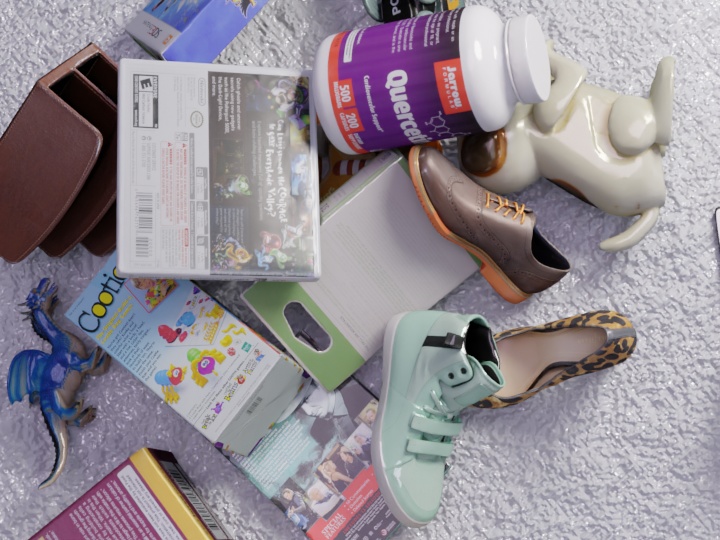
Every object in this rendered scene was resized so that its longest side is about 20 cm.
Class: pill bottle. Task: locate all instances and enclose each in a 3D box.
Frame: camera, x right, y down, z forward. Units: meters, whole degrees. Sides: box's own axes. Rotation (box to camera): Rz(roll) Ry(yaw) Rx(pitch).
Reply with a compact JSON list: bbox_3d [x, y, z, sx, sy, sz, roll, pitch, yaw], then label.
[{"bbox_3d":[0.064,-0.173,1.230,0.199,0.112,0.113,-8,79,22],"label":"pill bottle"}]

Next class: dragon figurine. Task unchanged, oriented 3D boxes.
[{"bbox_3d":[-0.312,0.111,1.358,0.099,0.059,0.201,13,82,10],"label":"dragon figurine"}]

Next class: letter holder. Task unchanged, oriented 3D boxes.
[{"bbox_3d":[-0.272,-0.088,1.308,0.142,0.101,0.200,41,126,-4],"label":"letter holder"}]

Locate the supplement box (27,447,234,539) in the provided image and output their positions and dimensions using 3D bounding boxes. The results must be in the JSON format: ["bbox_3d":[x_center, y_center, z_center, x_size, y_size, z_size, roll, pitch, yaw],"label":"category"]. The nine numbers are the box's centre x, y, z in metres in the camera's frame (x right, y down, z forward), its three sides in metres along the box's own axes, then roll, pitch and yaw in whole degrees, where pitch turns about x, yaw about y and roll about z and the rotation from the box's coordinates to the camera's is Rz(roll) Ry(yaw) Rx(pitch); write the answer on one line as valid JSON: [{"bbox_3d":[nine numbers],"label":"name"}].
[{"bbox_3d":[-0.232,0.280,1.294,0.200,0.103,0.131,-38,77,-1],"label":"supplement box"}]

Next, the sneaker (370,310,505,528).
[{"bbox_3d":[0.074,0.134,1.241,0.118,0.074,0.201,-7,80,47],"label":"sneaker"}]

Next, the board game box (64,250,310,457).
[{"bbox_3d":[-0.164,0.072,1.310,0.200,0.103,0.105,38,87,20],"label":"board game box"}]

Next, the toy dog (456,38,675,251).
[{"bbox_3d":[0.191,-0.121,1.302,0.199,0.140,0.195,4,99,10],"label":"toy dog"}]

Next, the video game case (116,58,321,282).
[{"bbox_3d":[-0.127,-0.090,1.232,0.181,0.023,0.201,1,75,-14],"label":"video game case"}]

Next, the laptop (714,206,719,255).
[{"bbox_3d":[0.433,0.019,1.238,0.186,0.116,0.201,-6,79,7],"label":"laptop"}]

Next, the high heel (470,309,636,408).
[{"bbox_3d":[0.152,0.080,1.253,0.199,0.143,0.072,-15,79,5],"label":"high heel"}]

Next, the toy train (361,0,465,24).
[{"bbox_3d":[0.059,-0.270,1.346,0.085,0.114,0.201,-16,79,39],"label":"toy train"}]

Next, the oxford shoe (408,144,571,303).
[{"bbox_3d":[0.120,-0.053,1.267,0.073,0.200,0.071,-24,38,33],"label":"oxford shoe"}]

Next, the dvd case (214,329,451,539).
[{"bbox_3d":[-0.032,0.176,1.326,0.200,0.022,0.146,41,88,12],"label":"dvd case"}]

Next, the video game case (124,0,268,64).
[{"bbox_3d":[-0.135,-0.284,1.348,0.200,0.181,0.045,-48,117,-2],"label":"video game case"}]

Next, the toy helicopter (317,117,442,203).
[{"bbox_3d":[-0.022,-0.096,1.342,0.132,0.079,0.200,31,78,29],"label":"toy helicopter"}]

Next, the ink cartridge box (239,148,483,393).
[{"bbox_3d":[0.000,0.000,1.300,0.200,0.048,0.146,-39,116,2],"label":"ink cartridge box"}]
